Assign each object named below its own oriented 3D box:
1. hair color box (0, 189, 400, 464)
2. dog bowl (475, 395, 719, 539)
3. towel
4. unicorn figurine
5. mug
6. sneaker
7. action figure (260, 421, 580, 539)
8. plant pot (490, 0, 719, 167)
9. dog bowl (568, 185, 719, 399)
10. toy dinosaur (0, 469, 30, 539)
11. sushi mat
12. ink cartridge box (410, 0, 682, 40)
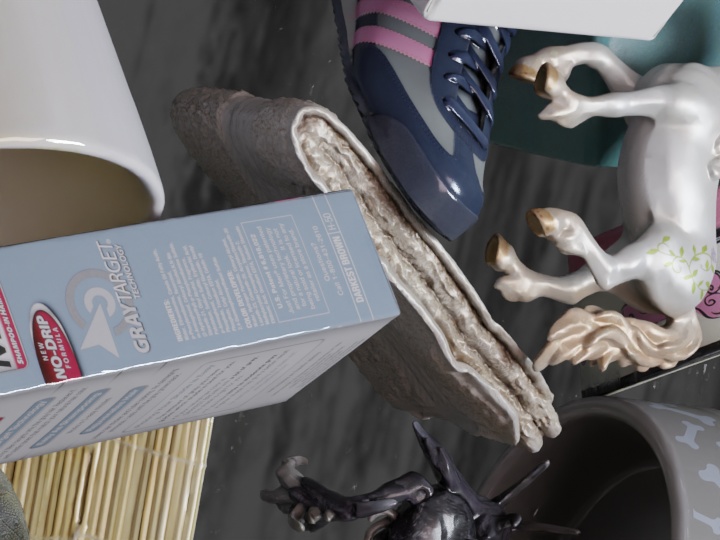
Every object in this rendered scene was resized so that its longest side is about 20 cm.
[{"bbox_3d":[-0.096,0.026,1.071,0.200,0.099,0.061,-11,73,-36],"label":"hair color box"},{"bbox_3d":[0.108,0.148,1.239,0.059,0.200,0.200,23,80,-29],"label":"dog bowl"},{"bbox_3d":[0.000,0.000,1.198,0.034,0.133,0.200,-46,115,-16],"label":"towel"},{"bbox_3d":[0.133,-0.051,1.186,0.137,0.074,0.200,10,100,-20],"label":"unicorn figurine"},{"bbox_3d":[-0.170,-0.087,1.053,0.187,0.149,0.153,32,42,-60],"label":"mug"},{"bbox_3d":[0.038,-0.100,1.181,0.082,0.200,0.070,-28,133,15],"label":"sneaker"},{"bbox_3d":[-0.007,0.140,1.221,0.200,0.102,0.119,-25,105,-15],"label":"action figure"},{"bbox_3d":[0.125,-0.152,1.278,0.141,0.141,0.200,-2,102,-34],"label":"plant pot"},{"bbox_3d":[0.187,-0.005,1.296,0.200,0.200,0.074,-17,85,-33],"label":"dog bowl"},{"bbox_3d":[-0.177,0.104,1.104,0.102,0.077,0.200,-42,106,-19],"label":"toy dinosaur"},{"bbox_3d":[-0.119,0.117,1.161,0.096,0.012,0.200,9,86,8],"label":"sushi mat"},{"bbox_3d":[0.047,-0.193,1.132,0.145,0.200,0.084,0,136,-43],"label":"ink cartridge box"}]
